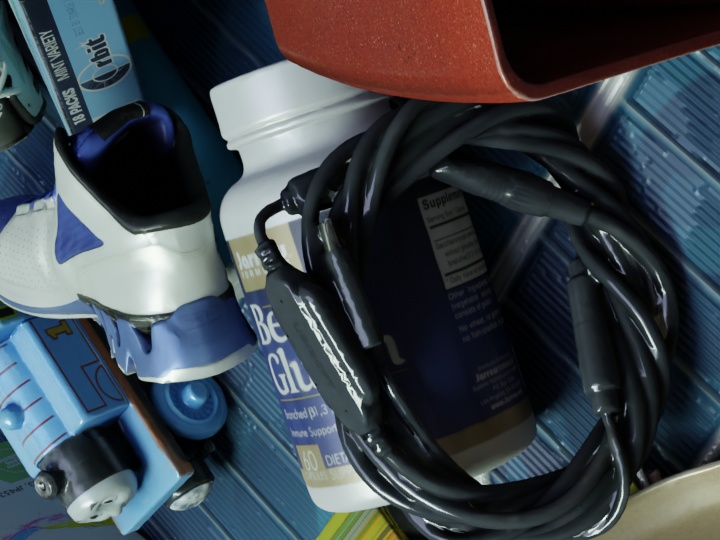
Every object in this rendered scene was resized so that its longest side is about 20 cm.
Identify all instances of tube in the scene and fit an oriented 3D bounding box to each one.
[{"bbox_3d":[-0.108,-0.074,0.980,0.077,0.050,0.200,-47,66,26],"label":"tube"}]

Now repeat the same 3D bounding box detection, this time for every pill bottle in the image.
[{"bbox_3d":[0.000,0.000,0.857,0.111,0.111,0.200,-16,93,44],"label":"pill bottle"}]

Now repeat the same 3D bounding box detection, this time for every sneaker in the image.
[{"bbox_3d":[-0.207,-0.119,0.984,0.076,0.201,0.115,-30,98,3],"label":"sneaker"},{"bbox_3d":[-0.120,-0.030,0.904,0.199,0.081,0.115,22,124,51],"label":"sneaker"}]

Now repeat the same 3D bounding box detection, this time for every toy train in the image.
[{"bbox_3d":[-0.160,0.053,1.019,0.200,0.114,0.087,56,133,13],"label":"toy train"}]

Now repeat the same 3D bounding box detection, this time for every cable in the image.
[{"bbox_3d":[0.056,0.022,0.794,0.200,0.163,0.051,58,162,-4],"label":"cable"}]

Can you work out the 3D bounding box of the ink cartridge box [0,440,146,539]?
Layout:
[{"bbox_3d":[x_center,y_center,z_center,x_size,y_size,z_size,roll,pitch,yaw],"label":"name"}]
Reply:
[{"bbox_3d":[-0.183,0.187,1.084,0.200,0.117,0.067,33,122,30],"label":"ink cartridge box"}]

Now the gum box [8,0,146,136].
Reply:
[{"bbox_3d":[-0.168,-0.178,0.910,0.170,0.045,0.200,83,161,-67],"label":"gum box"}]

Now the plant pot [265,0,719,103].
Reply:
[{"bbox_3d":[0.052,-0.169,0.709,0.176,0.200,0.200,-6,100,56],"label":"plant pot"}]

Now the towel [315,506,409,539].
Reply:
[{"bbox_3d":[0.032,0.205,0.923,0.200,0.018,0.086,52,121,33],"label":"towel"}]

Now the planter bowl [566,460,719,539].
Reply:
[{"bbox_3d":[0.156,0.189,0.746,0.200,0.200,0.135,-12,123,44],"label":"planter bowl"}]

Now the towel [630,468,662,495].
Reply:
[{"bbox_3d":[0.118,0.191,0.879,0.144,0.023,0.200,-26,86,43],"label":"towel"}]
